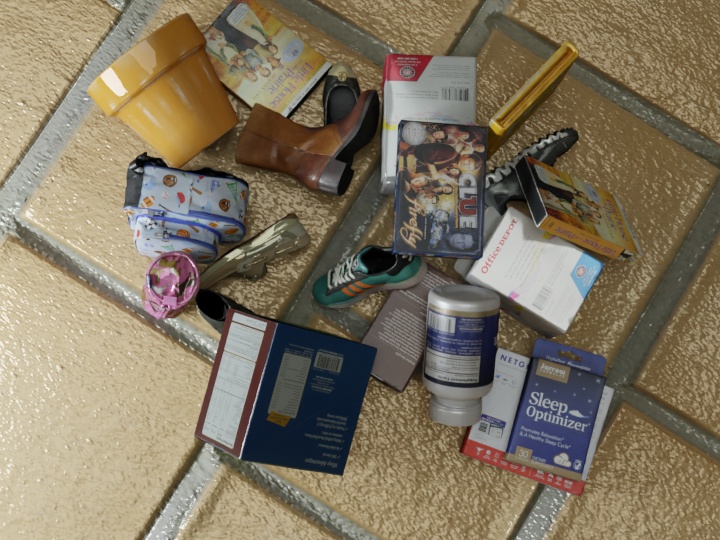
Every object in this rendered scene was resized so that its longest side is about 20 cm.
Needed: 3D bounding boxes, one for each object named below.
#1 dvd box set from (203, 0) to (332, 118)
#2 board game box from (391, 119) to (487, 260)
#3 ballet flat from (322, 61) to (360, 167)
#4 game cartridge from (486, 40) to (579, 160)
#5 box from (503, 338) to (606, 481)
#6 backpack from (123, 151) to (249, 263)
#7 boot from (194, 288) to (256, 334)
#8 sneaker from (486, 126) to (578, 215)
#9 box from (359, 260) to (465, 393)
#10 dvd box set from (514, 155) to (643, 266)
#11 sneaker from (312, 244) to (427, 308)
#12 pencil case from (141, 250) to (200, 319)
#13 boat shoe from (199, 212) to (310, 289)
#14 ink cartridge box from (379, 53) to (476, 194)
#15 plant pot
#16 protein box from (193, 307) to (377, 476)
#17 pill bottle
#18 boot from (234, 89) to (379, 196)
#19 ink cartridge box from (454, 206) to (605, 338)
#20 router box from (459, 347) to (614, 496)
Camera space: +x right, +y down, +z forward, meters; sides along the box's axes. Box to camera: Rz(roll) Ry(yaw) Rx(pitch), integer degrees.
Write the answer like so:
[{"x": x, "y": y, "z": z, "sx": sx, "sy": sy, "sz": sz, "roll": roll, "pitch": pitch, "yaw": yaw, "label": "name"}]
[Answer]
[{"x": -0.168, "y": -0.347, "z": 1.773, "sx": 0.200, "sy": 0.029, "sz": 0.146, "roll": 41, "pitch": 83, "yaw": 4, "label": "dvd box set"}, {"x": 0.119, "y": -0.120, "z": 1.602, "sx": 0.135, "sy": 0.035, "sz": 0.201, "roll": 3, "pitch": 83, "yaw": -6, "label": "board game box"}, {"x": -0.031, "y": -0.246, "z": 1.750, "sx": 0.066, "sy": 0.057, "sz": 0.201, "roll": 3, "pitch": 82, "yaw": -2, "label": "ballet flat"}, {"x": 0.261, "y": -0.261, "z": 1.689, "sx": 0.032, "sy": 0.200, "sz": 0.176, "roll": 43, "pitch": 84, "yaw": 7, "label": "game cartridge"}, {"x": 0.307, "y": 0.214, "z": 1.662, "sx": 0.121, "sy": 0.032, "sz": 0.201, "roll": 16, "pitch": 81, "yaw": 1, "label": "box"}, {"x": -0.269, "y": -0.092, "z": 1.661, "sx": 0.190, "sy": 0.200, "sz": 0.155, "roll": 0, "pitch": 84, "yaw": -9, "label": "backpack"}, {"x": -0.173, "y": 0.097, "z": 1.658, "sx": 0.199, "sy": 0.138, "sz": 0.078, "roll": 27, "pitch": 82, "yaw": 1, "label": "boot"}, {"x": 0.281, "y": -0.156, "z": 1.747, "sx": 0.200, "sy": 0.066, "sz": 0.091, "roll": -32, "pitch": 90, "yaw": -4, "label": "sneaker"}, {"x": 0.074, "y": 0.086, "z": 1.701, "sx": 0.100, "sy": 0.075, "sz": 0.200, "roll": 32, "pitch": 81, "yaw": 2, "label": "box"}, {"x": 0.341, "y": -0.093, "z": 1.669, "sx": 0.199, "sy": 0.029, "sz": 0.147, "roll": 20, "pitch": 38, "yaw": -27, "label": "dvd box set"}, {"x": 0.000, "y": 0.000, "z": 1.671, "sx": 0.199, "sy": 0.080, "sz": 0.072, "roll": -18, "pitch": 53, "yaw": 26, "label": "sneaker"}, {"x": -0.293, "y": 0.026, "z": 1.636, "sx": 0.086, "sy": 0.200, "sz": 0.083, "roll": -31, "pitch": 91, "yaw": -15, "label": "pencil case"}, {"x": -0.174, "y": -0.015, "z": 1.708, "sx": 0.200, "sy": 0.072, "sz": 0.065, "roll": -32, "pitch": 97, "yaw": -1, "label": "boat shoe"}, {"x": 0.106, "y": -0.226, "z": 1.707, "sx": 0.145, "sy": 0.145, "sz": 0.201, "roll": 3, "pitch": 82, "yaw": -2, "label": "ink cartridge box"}, {"x": -0.295, "y": -0.271, "z": 1.688, "sx": 0.200, "sy": 0.200, "sz": 0.183, "roll": -39, "pitch": 100, "yaw": -6, "label": "plant pot"}, {"x": -0.110, "y": 0.182, "z": 1.595, "sx": 0.198, "sy": 0.135, "sz": 0.201, "roll": 17, "pitch": 87, "yaw": -39, "label": "protein box"}, {"x": 0.152, "y": 0.130, "z": 1.629, "sx": 0.111, "sy": 0.111, "sz": 0.201, "roll": 3, "pitch": 104, "yaw": -1, "label": "pill bottle"}, {"x": -0.083, "y": -0.228, "z": 1.713, "sx": 0.199, "sy": 0.068, "sz": 0.189, "roll": 21, "pitch": 87, "yaw": 21, "label": "boot"}, {"x": 0.258, "y": -0.001, "z": 1.691, "sx": 0.200, "sy": 0.125, "sz": 0.129, "roll": 32, "pitch": 82, "yaw": 2, "label": "ink cartridge box"}, {"x": 0.279, "y": 0.240, "z": 1.697, "sx": 0.199, "sy": 0.049, "sz": 0.180, "roll": 19, "pitch": 82, "yaw": 1, "label": "router box"}]
